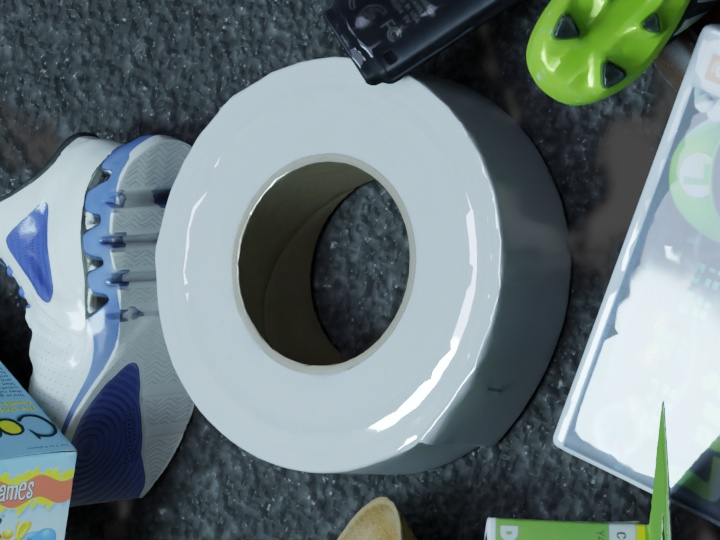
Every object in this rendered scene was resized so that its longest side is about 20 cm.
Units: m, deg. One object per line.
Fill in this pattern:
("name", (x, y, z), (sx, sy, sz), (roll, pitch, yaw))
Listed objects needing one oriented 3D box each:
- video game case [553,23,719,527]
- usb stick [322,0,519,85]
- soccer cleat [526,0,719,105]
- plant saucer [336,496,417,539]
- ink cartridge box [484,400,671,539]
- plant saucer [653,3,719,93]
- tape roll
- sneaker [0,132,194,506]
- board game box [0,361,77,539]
("video game case", (0.192, 0.020, 1.177), (0.182, 0.023, 0.200), (25, 104, 27))
("usb stick", (0.076, -0.157, 1.294), (0.200, 0.033, 0.056), (-33, 74, 2))
("soccer cleat", (0.148, -0.148, 1.197), (0.200, 0.081, 0.068), (-40, 97, -1))
("plant saucer", (-0.006, 0.206, 1.296), (0.035, 0.200, 0.201), (20, 99, -11))
("ink cartridge box", (0.089, 0.166, 1.175), (0.076, 0.200, 0.148), (2, 54, 1))
("plant saucer", (0.204, -0.151, 1.226), (0.200, 0.032, 0.201), (2, 96, 21))
("tape roll", (0.000, 0.000, 1.347), (0.202, 0.071, 0.203), (-3, 84, 32))
("sneaker", (-0.143, 0.016, 1.441), (0.115, 0.080, 0.200), (23, 106, 46))
("board game box", (-0.236, 0.093, 1.419), (0.200, 0.105, 0.103), (42, 128, 50))
